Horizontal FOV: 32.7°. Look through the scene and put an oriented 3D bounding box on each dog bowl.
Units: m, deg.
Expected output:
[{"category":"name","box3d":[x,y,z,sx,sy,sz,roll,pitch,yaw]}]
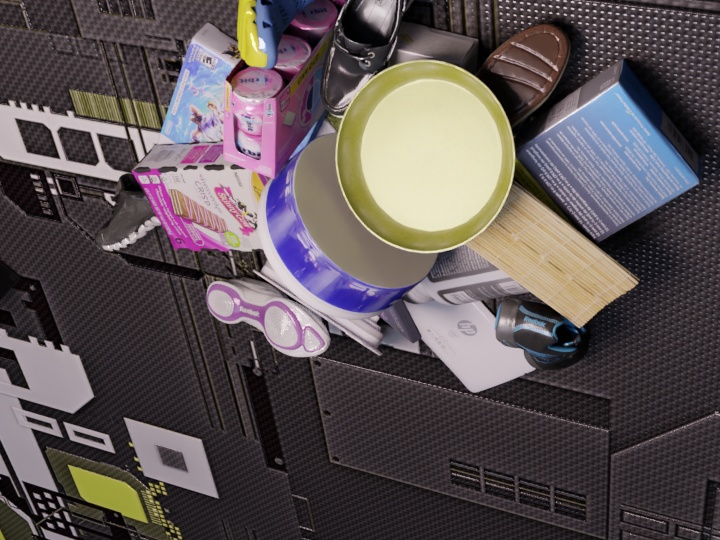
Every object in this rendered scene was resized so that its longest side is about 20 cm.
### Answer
[{"category":"dog bowl","box3d":[-0.011,-0.051,1.371,0.200,0.200,0.079,41,137,-10]}]

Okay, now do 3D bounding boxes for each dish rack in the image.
[{"category":"dish rack","box3d":[-0.047,0.041,1.639,0.200,0.044,0.172,33,179,0]}]

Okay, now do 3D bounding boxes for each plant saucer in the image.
[{"category":"plant saucer","box3d":[0.070,-0.120,1.290,0.199,0.031,0.201,4,99,23]}]

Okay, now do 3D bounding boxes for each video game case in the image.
[{"category":"video game case","box3d":[-0.150,-0.182,1.534,0.181,0.046,0.200,31,139,1]},{"category":"video game case","box3d":[0.000,0.000,1.552,0.200,0.019,0.143,36,158,58]}]

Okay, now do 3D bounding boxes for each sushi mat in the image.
[{"category":"sushi mat","box3d":[0.204,-0.015,1.338,0.200,0.012,0.096,35,127,-22]}]

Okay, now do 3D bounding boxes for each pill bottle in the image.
[{"category":"pill bottle","box3d":[0.135,-0.021,1.458,0.199,0.116,0.116,-12,123,39]}]

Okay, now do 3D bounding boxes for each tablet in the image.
[{"category":"tablet","box3d":[0.130,0.079,1.637,0.200,0.014,0.130,46,137,-15]}]

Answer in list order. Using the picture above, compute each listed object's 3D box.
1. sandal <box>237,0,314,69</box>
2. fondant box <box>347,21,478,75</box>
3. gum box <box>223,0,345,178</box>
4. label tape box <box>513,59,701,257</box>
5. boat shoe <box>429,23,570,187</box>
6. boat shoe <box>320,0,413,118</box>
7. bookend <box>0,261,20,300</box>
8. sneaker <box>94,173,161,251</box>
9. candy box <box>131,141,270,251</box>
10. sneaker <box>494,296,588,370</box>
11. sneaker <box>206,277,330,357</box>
[{"category":"sandal","box3d":[-0.085,-0.297,1.292,0.087,0.201,0.080,8,152,-9]},{"category":"fondant box","box3d":[0.053,-0.183,1.398,0.144,0.058,0.201,17,136,17]},{"category":"gum box","box3d":[-0.082,-0.205,1.349,0.066,0.200,0.114,21,140,13]},{"category":"label tape box","box3d":[0.240,-0.109,1.316,0.200,0.066,0.143,-32,110,33]},{"category":"boat shoe","box3d":[0.148,-0.180,1.313,0.075,0.075,0.202,44,108,5]},{"category":"boat shoe","box3d":[0.005,-0.251,1.287,0.074,0.066,0.200,37,109,11]},{"category":"bookend","box3d":[-0.695,0.018,2.032,0.199,0.092,0.200,40,139,-9]},{"category":"sneaker","box3d":[-0.316,-0.092,1.713,0.200,0.067,0.091,-22,113,39]},{"category":"candy box","box3d":[-0.175,-0.092,1.556,0.199,0.061,0.137,0,130,33]},{"category":"sneaker","box3d":[0.235,0.085,1.466,0.082,0.074,0.200,13,176,35]},{"category":"sneaker","box3d":[-0.114,0.054,1.699,0.199,0.099,0.075,25,114,27]}]
